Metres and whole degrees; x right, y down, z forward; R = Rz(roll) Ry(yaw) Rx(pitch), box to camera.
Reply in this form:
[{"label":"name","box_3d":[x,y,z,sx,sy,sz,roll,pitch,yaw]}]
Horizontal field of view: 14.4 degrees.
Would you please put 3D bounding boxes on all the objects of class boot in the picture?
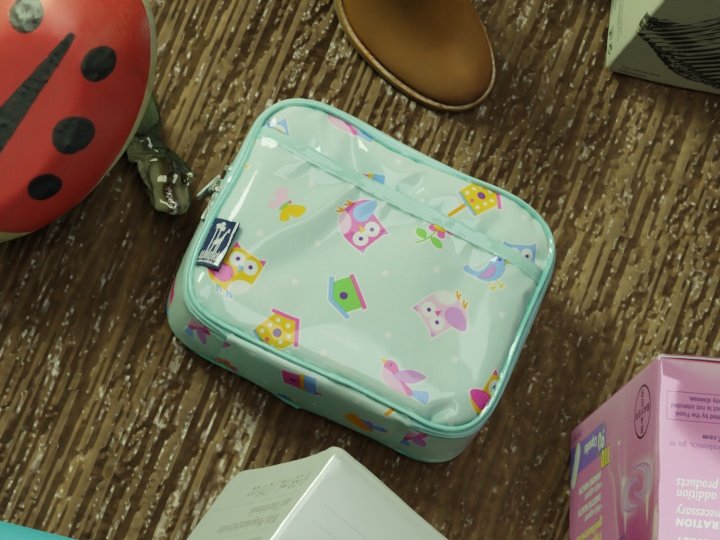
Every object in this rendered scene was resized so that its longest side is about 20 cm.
[{"label":"boot","box_3d":[0.034,-0.179,1.592,0.077,0.155,0.200,-28,99,-16]}]

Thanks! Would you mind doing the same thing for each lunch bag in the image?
[{"label":"lunch bag","box_3d":[0.000,0.000,1.587,0.200,0.077,0.161,27,71,-2]}]

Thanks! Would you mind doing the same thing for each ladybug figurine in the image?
[{"label":"ladybug figurine","box_3d":[-0.188,-0.091,1.529,0.136,0.072,0.200,32,113,-11]}]

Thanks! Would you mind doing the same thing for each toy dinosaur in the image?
[{"label":"toy dinosaur","box_3d":[-0.160,-0.113,1.605,0.088,0.047,0.200,-17,81,-18]}]

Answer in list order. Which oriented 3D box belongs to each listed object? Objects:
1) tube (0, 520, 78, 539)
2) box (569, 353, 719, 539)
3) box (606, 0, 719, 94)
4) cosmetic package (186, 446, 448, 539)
[{"label":"tube","box_3d":[-0.155,0.175,1.526,0.200,0.050,0.078,18,82,-12]},{"label":"box","box_3d":[0.177,0.165,1.521,0.096,0.176,0.200,5,73,-10]},{"label":"box","box_3d":[0.206,-0.169,1.612,0.082,0.200,0.069,11,72,-8]},{"label":"cosmetic package","box_3d":[-0.034,0.223,1.454,0.166,0.167,0.200,41,69,-10]}]
